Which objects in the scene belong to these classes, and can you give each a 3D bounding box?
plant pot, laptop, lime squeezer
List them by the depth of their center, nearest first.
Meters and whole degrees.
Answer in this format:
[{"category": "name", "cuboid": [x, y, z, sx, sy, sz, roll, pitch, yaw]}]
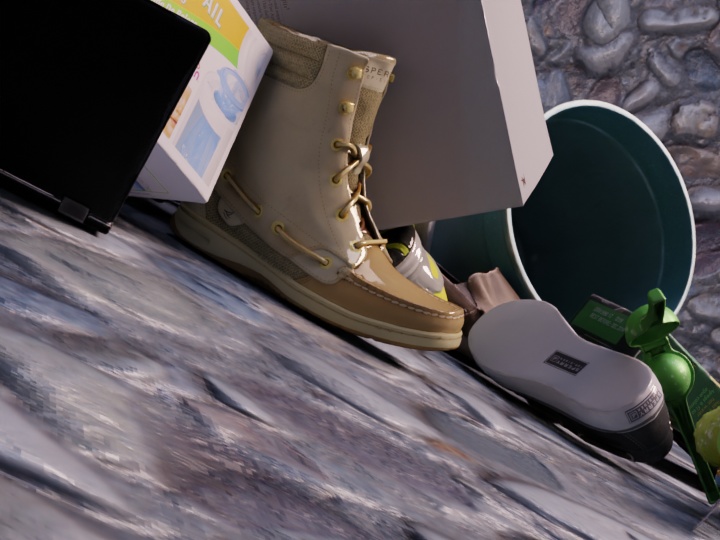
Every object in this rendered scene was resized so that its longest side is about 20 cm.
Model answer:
[{"category": "laptop", "cuboid": [-0.187, -0.113, 0.813, 0.187, 0.116, 0.200, 28, 4, -11]}, {"category": "lime squeezer", "cuboid": [0.205, 0.065, 1.039, 0.071, 0.038, 0.201, 46, -16, 49]}, {"category": "plant pot", "cuboid": [0.144, -0.023, 1.339, 0.199, 0.201, 0.188, 26, -22, -27]}]

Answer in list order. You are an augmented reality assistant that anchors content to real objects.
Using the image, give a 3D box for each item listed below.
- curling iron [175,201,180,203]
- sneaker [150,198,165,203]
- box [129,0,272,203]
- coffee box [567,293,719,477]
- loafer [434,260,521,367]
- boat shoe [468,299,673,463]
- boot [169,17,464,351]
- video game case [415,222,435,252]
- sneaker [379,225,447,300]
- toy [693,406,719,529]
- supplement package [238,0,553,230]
[{"category": "curling iron", "cuboid": [-0.137, -0.074, 1.223, 0.025, 0.050, 0.200, -9, 17, -34]}, {"category": "sneaker", "cuboid": [-0.150, -0.082, 1.120, 0.085, 0.077, 0.200, 35, 13, 5]}, {"category": "box", "cuboid": [-0.149, -0.139, 0.875, 0.101, 0.113, 0.200, 7, -26, 30]}, {"category": "coffee box", "cuboid": [0.249, 0.105, 1.197, 0.200, 0.044, 0.123, 43, -3, -19]}, {"category": "loafer", "cuboid": [0.093, 0.033, 1.201, 0.199, 0.071, 0.073, 28, 4, 5]}, {"category": "boat shoe", "cuboid": [0.139, 0.077, 1.086, 0.057, 0.068, 0.200, 60, -14, -27]}, {"category": "boot", "cuboid": [-0.005, -0.053, 0.959, 0.199, 0.156, 0.073, 27, 9, 22]}, {"category": "video game case", "cuboid": [-0.025, -0.069, 1.253, 0.181, 0.023, 0.200, 24, -29, 10]}, {"category": "sneaker", "cuboid": [0.000, 0.000, 1.142, 0.077, 0.075, 0.200, 56, -8, -20]}, {"category": "toy", "cuboid": [0.238, 0.089, 0.976, 0.047, 0.115, 0.200, 40, 11, 10]}, {"category": "supplement package", "cuboid": [0.007, -0.134, 1.068, 0.199, 0.192, 0.147, -9, 14, 17]}]
